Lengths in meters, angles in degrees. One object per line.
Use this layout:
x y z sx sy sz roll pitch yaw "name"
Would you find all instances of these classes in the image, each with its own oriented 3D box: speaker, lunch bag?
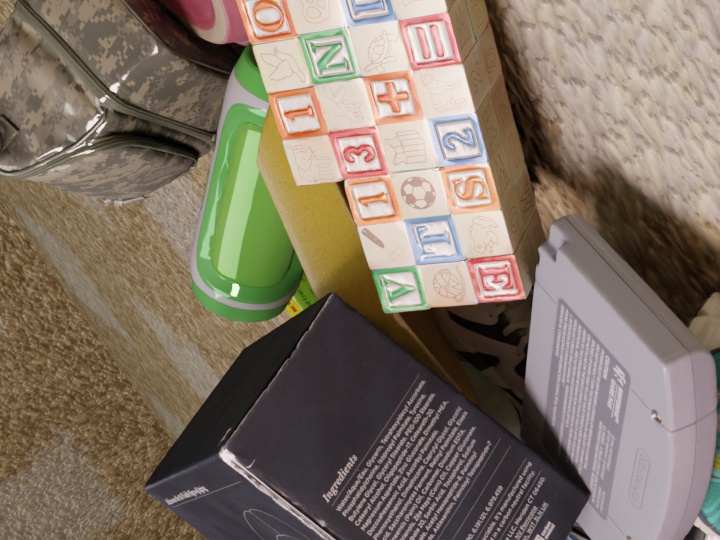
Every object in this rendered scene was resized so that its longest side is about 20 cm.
-0.067 -0.063 1.172 0.088 0.088 0.200 40 130 32 "speaker"
-0.193 -0.133 1.255 0.139 0.168 0.200 48 -168 16 "lunch bag"

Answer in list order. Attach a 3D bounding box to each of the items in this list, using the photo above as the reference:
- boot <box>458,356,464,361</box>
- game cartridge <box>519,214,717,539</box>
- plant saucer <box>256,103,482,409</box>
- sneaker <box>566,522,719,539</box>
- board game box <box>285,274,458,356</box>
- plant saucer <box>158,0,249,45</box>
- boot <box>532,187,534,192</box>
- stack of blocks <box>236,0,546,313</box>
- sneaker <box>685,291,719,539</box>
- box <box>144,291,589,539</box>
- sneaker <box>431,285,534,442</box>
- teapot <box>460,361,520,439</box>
0.047 0.090 1.427 0.201 0.071 0.144 46 171 28 "boot"
0.142 0.079 0.917 0.133 0.040 0.200 56 159 37 "game cartridge"
0.000 0.000 1.076 0.200 0.048 0.200 65 -172 31 "plant saucer"
0.194 0.184 1.135 0.112 0.073 0.200 24 160 12 "sneaker"
-0.009 0.008 1.301 0.200 0.102 0.048 53 166 -11 "board game box"
-0.124 -0.234 1.149 0.201 0.051 0.201 46 164 17 "plant saucer"
0.021 -0.097 1.031 0.200 0.072 0.144 30 157 43 "boot"
0.021 -0.078 0.901 0.115 0.059 0.200 -6 118 24 "stack of blocks"
0.222 0.099 0.918 0.080 0.078 0.200 27 154 35 "sneaker"
-0.003 0.135 1.001 0.196 0.124 0.200 37 158 -9 "box"
0.127 0.046 1.065 0.199 0.079 0.130 65 150 7 "sneaker"
0.083 0.169 1.208 0.146 0.200 0.198 35 122 55 "teapot"
